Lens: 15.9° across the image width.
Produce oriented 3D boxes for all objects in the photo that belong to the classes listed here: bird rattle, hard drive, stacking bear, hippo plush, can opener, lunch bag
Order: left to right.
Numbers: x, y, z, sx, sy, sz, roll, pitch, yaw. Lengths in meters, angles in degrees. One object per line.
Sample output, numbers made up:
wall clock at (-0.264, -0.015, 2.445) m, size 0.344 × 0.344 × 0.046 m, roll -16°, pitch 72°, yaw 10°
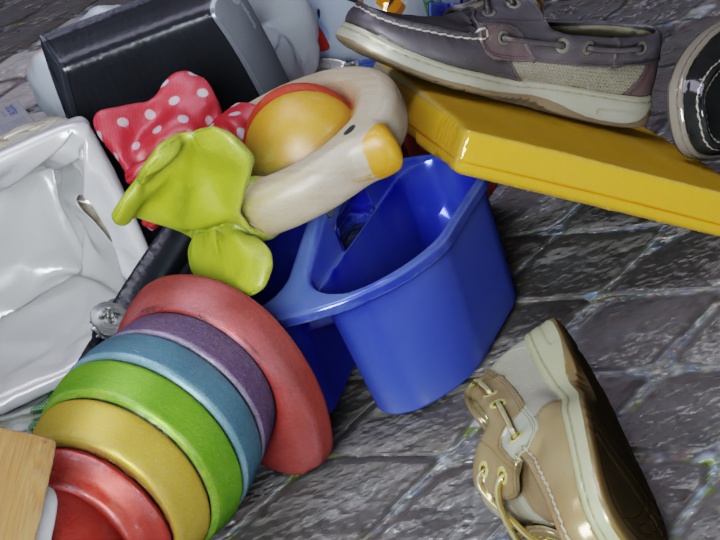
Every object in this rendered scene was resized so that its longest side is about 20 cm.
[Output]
stacking bear at (-0.114, 0.104, 1.224) m, size 0.121 × 0.114 × 0.200 m, roll 13°, pitch 43°, yaw 24°
can opener at (-0.102, 0.008, 1.424) m, size 0.063 × 0.079 × 0.201 m, roll 11°, pitch 53°, yaw 18°
hippo plush at (-0.114, -0.123, 1.630) m, size 0.161 × 0.159 × 0.200 m, roll -43°, pitch 10°, yaw 41°
hard drive at (-0.098, -0.070, 1.540) m, size 0.134 × 0.201 × 0.042 m, roll -19°, pitch 31°, yaw 8°
bird rattle at (-0.049, -0.052, 1.341) m, size 0.162 × 0.113 × 0.200 m, roll -23°, pitch 17°, yaw 6°
lunch bag at (0.028, -0.157, 1.740) m, size 0.160 × 0.076 × 0.200 m, roll -2°, pitch 4°, yaw 39°

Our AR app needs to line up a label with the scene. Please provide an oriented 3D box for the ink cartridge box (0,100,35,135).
ink cartridge box at (-0.218, -0.048, 1.754) m, size 0.044 × 0.094 × 0.200 m, roll -25°, pitch 20°, yaw -9°

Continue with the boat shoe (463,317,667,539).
boat shoe at (0.085, 0.089, 1.133) m, size 0.066 × 0.074 × 0.200 m, roll -32°, pitch 17°, yaw 8°

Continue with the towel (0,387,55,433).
towel at (-0.227, 0.078, 1.537) m, size 0.199 × 0.031 × 0.149 m, roll -13°, pitch 19°, yaw 28°

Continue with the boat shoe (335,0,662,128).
boat shoe at (0.081, -0.130, 1.448) m, size 0.199 × 0.065 × 0.072 m, roll 11°, pitch 12°, yaw -23°

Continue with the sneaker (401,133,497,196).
sneaker at (0.045, -0.089, 1.621) m, size 0.115 × 0.079 × 0.200 m, roll -34°, pitch 24°, yaw -29°

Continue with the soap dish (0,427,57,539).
soap dish at (-0.222, 0.162, 1.103) m, size 0.157 × 0.081 × 0.201 m, roll -14°, pitch 48°, yaw 29°

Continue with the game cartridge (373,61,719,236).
game cartridge at (0.108, -0.066, 1.429) m, size 0.175 × 0.033 × 0.200 m, roll 13°, pitch 13°, yaw -16°

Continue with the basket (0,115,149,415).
basket at (-0.227, 0.005, 1.481) m, size 0.199 × 0.136 × 0.123 m, roll -25°, pitch 15°, yaw -9°

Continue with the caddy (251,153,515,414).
caddy at (0.000, 0.000, 1.382) m, size 0.141 × 0.105 × 0.200 m, roll -11°, pitch 21°, yaw 23°

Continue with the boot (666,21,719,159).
boot at (0.279, -0.112, 1.438) m, size 0.199 × 0.074 × 0.150 m, roll -20°, pitch 15°, yaw -42°
